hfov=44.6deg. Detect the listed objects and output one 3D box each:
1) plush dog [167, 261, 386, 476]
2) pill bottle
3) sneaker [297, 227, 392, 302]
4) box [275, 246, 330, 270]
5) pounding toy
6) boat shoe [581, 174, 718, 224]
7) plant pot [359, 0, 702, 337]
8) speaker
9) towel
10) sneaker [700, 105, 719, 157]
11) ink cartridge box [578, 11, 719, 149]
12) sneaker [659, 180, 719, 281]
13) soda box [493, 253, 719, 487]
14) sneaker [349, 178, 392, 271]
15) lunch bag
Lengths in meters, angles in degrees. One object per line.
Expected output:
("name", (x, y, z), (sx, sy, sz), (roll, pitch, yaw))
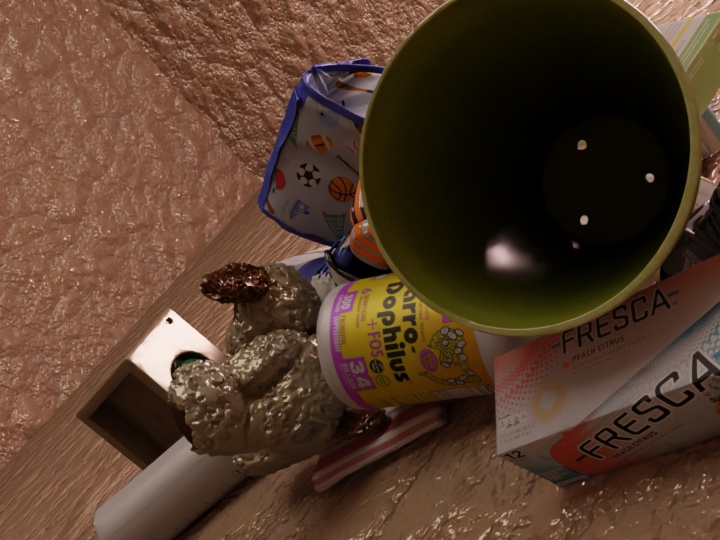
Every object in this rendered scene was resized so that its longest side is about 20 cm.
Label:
("plush dog", (-0.068, 0.074, 0.772), (0.159, 0.173, 0.200), (-15, -23, 10))
("pill bottle", (0.073, 0.044, 0.669), (0.199, 0.105, 0.104), (-13, 27, 29))
("sneaker", (0.000, 0.000, 0.819), (0.080, 0.116, 0.199), (-38, 32, -21))
("box", (-0.013, -0.018, 1.143), (0.199, 0.041, 0.156), (-18, 5, -18))
("pounding toy", (-0.206, 0.149, 1.088), (0.200, 0.184, 0.142), (-42, 10, 38))
("boat shoe", (0.203, -0.036, 0.711), (0.200, 0.071, 0.070), (-4, 63, 62))
("plant pot", (0.129, -0.060, 0.543), (0.187, 0.188, 0.200), (-35, -16, 26))
("speaker", (-0.192, 0.232, 0.954), (0.200, 0.081, 0.081), (-41, 13, 8))
("towel", (0.035, 0.109, 0.811), (0.146, 0.030, 0.200), (-35, 17, 29))
("sneaker", (0.245, -0.124, 0.822), (0.130, 0.080, 0.200), (-38, 13, 13))
("ink cartridge box", (0.206, -0.142, 0.761), (0.146, 0.048, 0.200), (-52, 28, -21))
("sneaker", (0.225, -0.020, 0.520), (0.116, 0.075, 0.200), (-48, -17, 24))
("soda box", (0.166, 0.053, 0.477), (0.200, 0.063, 0.069), (-33, 40, 38))
("sneaker", (0.077, -0.040, 0.743), (0.077, 0.199, 0.113), (-21, 53, 41))
("lunch bag", (0.012, -0.107, 0.864), (0.170, 0.199, 0.124), (116, 155, -43))
